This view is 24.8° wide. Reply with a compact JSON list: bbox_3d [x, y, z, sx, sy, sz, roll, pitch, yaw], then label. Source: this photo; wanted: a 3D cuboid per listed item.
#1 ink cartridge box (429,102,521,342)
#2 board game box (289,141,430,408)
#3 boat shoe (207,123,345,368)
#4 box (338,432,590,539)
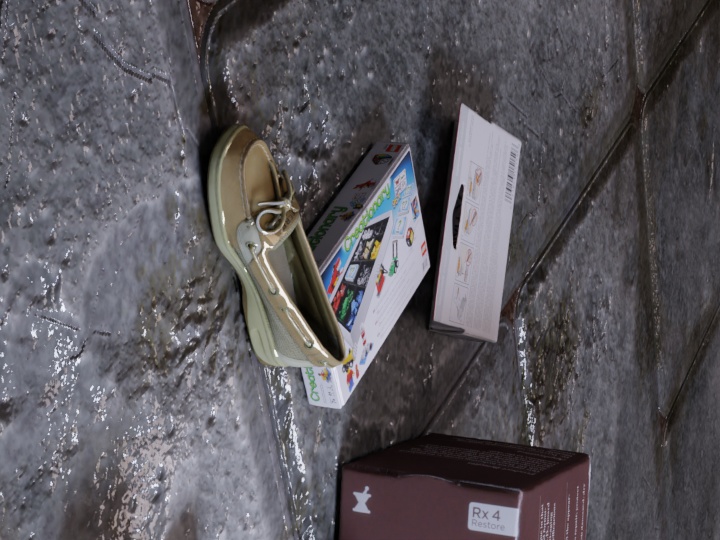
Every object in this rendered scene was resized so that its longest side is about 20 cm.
[{"bbox_3d":[0.094,-0.041,1.521,0.173,0.043,0.202,19,78,-64],"label":"ink cartridge box"},{"bbox_3d":[0.000,0.000,1.335,0.200,0.034,0.127,-55,143,-47],"label":"board game box"},{"bbox_3d":[-0.058,-0.014,1.175,0.073,0.062,0.202,-54,141,-48],"label":"boat shoe"},{"bbox_3d":[0.092,0.244,1.422,0.200,0.164,0.166,-7,101,-64],"label":"box"}]
